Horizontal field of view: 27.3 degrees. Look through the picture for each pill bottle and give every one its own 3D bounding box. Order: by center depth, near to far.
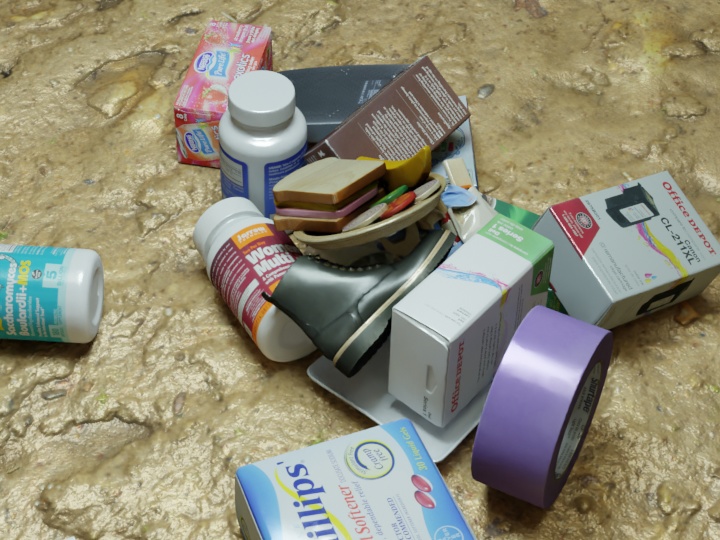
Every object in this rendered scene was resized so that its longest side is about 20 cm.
[{"bbox_3d":[-0.407,0.025,1.740,0.198,0.111,0.111,3,45,2],"label":"pill bottle"},{"bbox_3d":[-0.117,0.007,1.770,0.109,0.110,0.200,-22,50,-22],"label":"pill bottle"},{"bbox_3d":[-0.121,-0.146,1.858,0.111,0.201,0.113,1,45,-1],"label":"pill bottle"}]

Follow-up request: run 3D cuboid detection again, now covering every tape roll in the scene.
[{"bbox_3d":[0.195,0.145,1.579,0.085,0.201,0.200,21,48,18],"label":"tape roll"}]

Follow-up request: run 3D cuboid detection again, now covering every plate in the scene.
[{"bbox_3d":[0.072,0.121,1.717,0.199,0.032,0.200,33,52,26],"label":"plate"}]

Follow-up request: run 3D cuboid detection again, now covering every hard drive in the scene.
[{"bbox_3d":[-0.028,-0.224,1.989,0.199,0.043,0.135,-1,41,14],"label":"hard drive"}]

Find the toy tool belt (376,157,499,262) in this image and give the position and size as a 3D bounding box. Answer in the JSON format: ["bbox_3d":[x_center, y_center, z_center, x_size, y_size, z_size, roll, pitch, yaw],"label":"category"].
[{"bbox_3d":[0.076,-0.037,1.759,0.200,0.125,0.123,-37,98,-21],"label":"toy tool belt"}]

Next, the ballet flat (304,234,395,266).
[{"bbox_3d":[0.004,-0.012,1.797,0.069,0.070,0.200,34,19,28],"label":"ballet flat"}]

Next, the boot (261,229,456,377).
[{"bbox_3d":[0.000,0.000,1.654,0.138,0.078,0.200,39,72,11],"label":"boot"}]

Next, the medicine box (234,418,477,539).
[{"bbox_3d":[-0.007,0.272,1.513,0.199,0.103,0.183,-14,47,-17],"label":"medicine box"}]

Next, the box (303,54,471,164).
[{"bbox_3d":[0.035,-0.168,1.854,0.200,0.075,0.100,-43,99,-30],"label":"box"}]

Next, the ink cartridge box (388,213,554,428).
[{"bbox_3d":[0.123,0.055,1.659,0.084,0.145,0.200,30,52,26],"label":"ink cartridge box"}]

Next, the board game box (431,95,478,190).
[{"bbox_3d":[0.050,-0.143,1.942,0.199,0.044,0.200,-8,42,6],"label":"board game box"}]

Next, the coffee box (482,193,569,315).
[{"bbox_3d":[0.195,-0.024,1.857,0.199,0.044,0.123,23,48,20],"label":"coffee box"}]

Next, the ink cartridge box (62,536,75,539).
[{"bbox_3d":[-0.320,0.331,1.433,0.199,0.117,0.068,-14,46,-17],"label":"ink cartridge box"}]

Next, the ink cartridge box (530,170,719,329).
[{"bbox_3d":[0.321,-0.024,1.789,0.199,0.083,0.146,-18,65,-31],"label":"ink cartridge box"}]

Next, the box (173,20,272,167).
[{"bbox_3d":[-0.184,-0.241,2.023,0.095,0.100,0.201,8,46,6],"label":"box"}]

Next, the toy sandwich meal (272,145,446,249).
[{"bbox_3d":[-0.001,-0.089,1.685,0.204,0.071,0.205,-18,17,6],"label":"toy sandwich meal"}]
